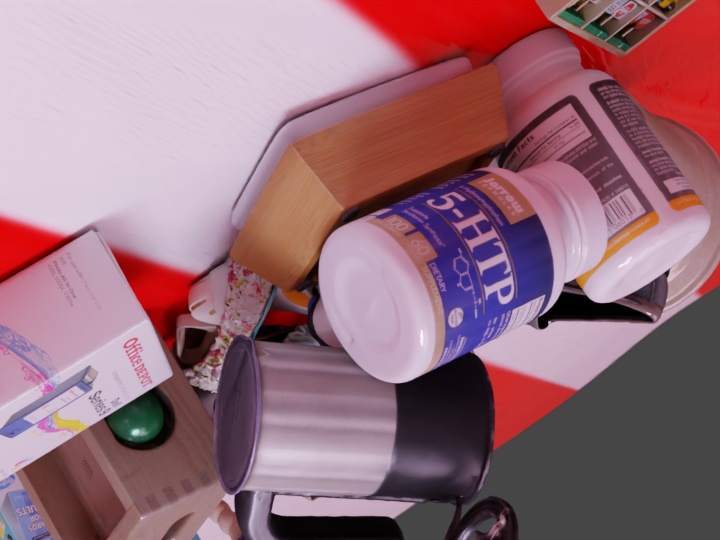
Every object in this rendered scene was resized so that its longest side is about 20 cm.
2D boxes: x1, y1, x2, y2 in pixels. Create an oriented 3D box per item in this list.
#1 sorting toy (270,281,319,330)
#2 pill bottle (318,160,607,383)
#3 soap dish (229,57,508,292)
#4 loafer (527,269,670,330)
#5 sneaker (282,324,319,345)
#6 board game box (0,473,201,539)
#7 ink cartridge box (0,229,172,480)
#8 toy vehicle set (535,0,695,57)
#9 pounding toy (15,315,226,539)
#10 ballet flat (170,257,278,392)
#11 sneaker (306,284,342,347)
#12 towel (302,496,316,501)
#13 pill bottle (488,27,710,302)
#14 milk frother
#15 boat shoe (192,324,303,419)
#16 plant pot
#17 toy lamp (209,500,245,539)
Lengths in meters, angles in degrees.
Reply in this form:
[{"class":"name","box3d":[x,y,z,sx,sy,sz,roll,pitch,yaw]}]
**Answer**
[{"class":"sorting toy","box3d":[0.000,0.000,1.648,0.199,0.107,0.180,-27,-178,-23]},{"class":"pill bottle","box3d":[0.080,-0.008,1.386,0.199,0.120,0.120,-25,162,-33]},{"class":"soap dish","box3d":[0.010,-0.070,1.435,0.199,0.081,0.157,-24,162,-33]},{"class":"loafer","box3d":[0.163,0.021,1.607,0.199,0.063,0.072,-8,151,26]},{"class":"sneaker","box3d":[-0.053,0.084,1.643,0.200,0.074,0.088,35,67,-72]},{"class":"board game box","box3d":[-0.227,0.248,1.693,0.150,0.200,0.047,-24,160,-31]},{"class":"ink cartridge box","box3d":[-0.244,0.073,1.351,0.199,0.088,0.145,-32,164,-10]},{"class":"toy vehicle set","box3d":[0.217,-0.227,1.475,0.124,0.027,0.200,-38,164,18]},{"class":"pounding toy","box3d":[-0.167,0.144,1.530,0.142,0.185,0.200,-22,161,-36]},{"class":"ballet flat","box3d":[-0.116,0.041,1.555,0.064,0.076,0.200,9,143,-15]},{"class":"sneaker","box3d":[0.022,0.023,1.515,0.115,0.081,0.199,-18,177,38]},{"class":"towel","box3d":[-0.053,0.148,1.814,0.192,0.199,0.035,-14,120,-49]},{"class":"pill bottle","box3d":[0.177,-0.085,1.499,0.116,0.201,0.116,-30,164,-10]},{"class":"milk frother","box3d":[0.004,0.149,1.377,0.187,0.182,0.200,4,-174,-19]},{"class":"boat shoe","box3d":[-0.123,0.097,1.679,0.200,0.071,0.070,-32,-172,-39]},{"class":"plant pot","box3d":[0.209,-0.076,1.661,0.200,0.201,0.183,-36,153,9]},{"class":"toy lamp","box3d":[-0.146,0.203,1.739,0.058,0.200,0.058,-24,135,-26]}]
